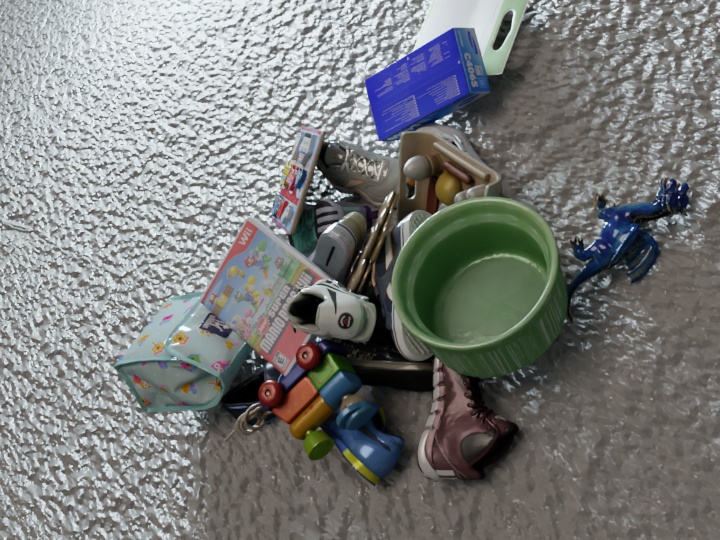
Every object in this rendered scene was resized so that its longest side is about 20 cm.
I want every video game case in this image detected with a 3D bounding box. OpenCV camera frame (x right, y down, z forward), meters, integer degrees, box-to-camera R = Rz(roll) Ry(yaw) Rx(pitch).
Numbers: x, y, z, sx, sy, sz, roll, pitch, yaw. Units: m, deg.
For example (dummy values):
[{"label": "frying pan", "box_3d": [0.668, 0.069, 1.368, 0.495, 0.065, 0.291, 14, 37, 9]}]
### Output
[{"label": "video game case", "box_3d": [-0.124, 0.034, 1.777, 0.200, 0.017, 0.144, 37, 100, 35]}]

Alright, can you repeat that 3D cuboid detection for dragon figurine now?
[{"label": "dragon figurine", "box_3d": [0.299, -0.026, 1.486, 0.099, 0.059, 0.201, 28, 87, 51]}]

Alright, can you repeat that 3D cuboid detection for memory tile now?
[{"label": "memory tile", "box_3d": [0.000, 0.000, 1.710, 0.154, 0.017, 0.201, -71, 5, -59]}]

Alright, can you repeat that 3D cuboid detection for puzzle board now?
[{"label": "puzzle board", "box_3d": [-0.096, -0.136, 1.901, 0.200, 0.017, 0.152, -144, 71, -76]}]

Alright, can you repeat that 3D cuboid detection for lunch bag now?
[{"label": "lunch bag", "box_3d": [-0.228, 0.110, 1.870, 0.199, 0.123, 0.171, -11, 30, 39]}]

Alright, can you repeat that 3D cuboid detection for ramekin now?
[{"label": "ramekin", "box_3d": [0.144, 0.025, 1.500, 0.198, 0.098, 0.202, -12, 54, 18]}]

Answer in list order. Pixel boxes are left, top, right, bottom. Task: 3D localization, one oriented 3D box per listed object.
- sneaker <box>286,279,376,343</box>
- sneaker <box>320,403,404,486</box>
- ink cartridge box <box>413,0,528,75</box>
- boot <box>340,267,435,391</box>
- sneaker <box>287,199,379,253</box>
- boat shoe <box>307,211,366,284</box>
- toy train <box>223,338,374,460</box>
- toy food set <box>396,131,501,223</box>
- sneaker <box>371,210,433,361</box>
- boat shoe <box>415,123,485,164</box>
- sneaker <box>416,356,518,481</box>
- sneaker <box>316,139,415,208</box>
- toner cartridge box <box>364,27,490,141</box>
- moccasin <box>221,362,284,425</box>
[{"label": "sneaker", "box_3d": [-0.060, 0.045, 1.630, 0.200, 0.088, 0.075, 5, 86, 65]}, {"label": "sneaker", "box_3d": [-0.009, 0.191, 1.665, 0.079, 0.066, 0.200, -50, 41, 1]}, {"label": "ink cartridge box", "box_3d": [0.160, -0.324, 1.838, 0.199, 0.048, 0.147, 7, 70, 47]}, {"label": "boot", "box_3d": [0.052, 0.071, 1.671, 0.202, 0.073, 0.155, -1, 63, 47]}, {"label": "sneaker", "box_3d": [-0.043, -0.064, 1.880, 0.200, 0.087, 0.075, 180, 87, -68]}, {"label": "boat shoe", "box_3d": [-0.035, -0.009, 1.785, 0.062, 0.072, 0.200, -41, -8, -31]}, {"label": "toy train", "box_3d": [-0.076, 0.192, 1.628, 0.200, 0.084, 0.116, -45, 59, 15]}, {"label": "toy food set", "box_3d": [0.107, -0.079, 1.660, 0.200, 0.060, 0.145, 41, 136, 51]}, {"label": "sneaker", "box_3d": [0.060, 0.029, 1.616, 0.079, 0.078, 0.202, -33, 43, 46]}, {"label": "boat shoe", "box_3d": [0.117, -0.159, 1.758, 0.074, 0.067, 0.200, -53, 39, 4]}, {"label": "sneaker", "box_3d": [0.142, 0.155, 1.533, 0.115, 0.075, 0.202, 1, 75, 40]}, {"label": "sneaker", "box_3d": [-0.003, -0.144, 1.854, 0.199, 0.092, 0.076, 13, 75, 49]}, {"label": "toner cartridge box", "box_3d": [0.090, -0.257, 1.814, 0.199, 0.043, 0.096, -22, 80, 49]}, {"label": "moccasin", "box_3d": [-0.109, 0.160, 1.783, 0.199, 0.068, 0.081, -36, 44, 25]}]
